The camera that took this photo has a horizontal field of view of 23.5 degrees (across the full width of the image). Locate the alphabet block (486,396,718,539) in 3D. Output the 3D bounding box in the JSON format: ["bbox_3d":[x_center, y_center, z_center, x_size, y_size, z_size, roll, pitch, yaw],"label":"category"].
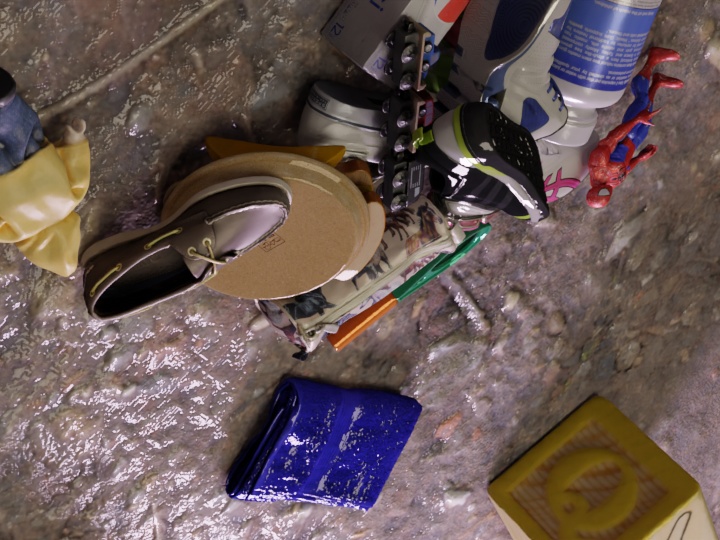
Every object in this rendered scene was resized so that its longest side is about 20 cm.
[{"bbox_3d":[0.301,0.310,2.094,0.195,0.196,0.200,-40,141,-10],"label":"alphabet block"}]

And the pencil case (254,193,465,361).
[{"bbox_3d":[0.000,0.000,1.643,0.200,0.089,0.078,-35,140,-15],"label":"pencil case"}]

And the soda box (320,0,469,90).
[{"bbox_3d":[0.059,-0.258,1.492,0.200,0.068,0.063,-54,141,8],"label":"soda box"}]

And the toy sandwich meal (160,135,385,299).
[{"bbox_3d":[-0.077,-0.052,1.533,0.205,0.070,0.205,-3,139,-2],"label":"toy sandwich meal"}]

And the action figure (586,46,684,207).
[{"bbox_3d":[0.274,-0.138,1.741,0.200,0.052,0.065,-56,152,-28],"label":"action figure"}]

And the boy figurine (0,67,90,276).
[{"bbox_3d":[-0.264,-0.074,1.363,0.124,0.064,0.200,-38,141,-11],"label":"boy figurine"}]

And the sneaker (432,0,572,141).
[{"bbox_3d":[0.139,-0.176,1.530,0.115,0.081,0.200,-5,133,-43],"label":"sneaker"}]

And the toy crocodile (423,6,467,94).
[{"bbox_3d":[0.123,-0.242,1.561,0.062,0.068,0.200,21,108,-49],"label":"toy crocodile"}]

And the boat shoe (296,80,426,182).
[{"bbox_3d":[0.024,-0.110,1.582,0.202,0.075,0.086,8,117,-42],"label":"boat shoe"}]

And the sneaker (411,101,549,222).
[{"bbox_3d":[0.100,-0.092,1.484,0.083,0.072,0.200,-16,154,21],"label":"sneaker"}]

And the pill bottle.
[{"bbox_3d":[0.210,-0.223,1.622,0.112,0.112,0.200,-4,125,-40],"label":"pill bottle"}]

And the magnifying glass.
[{"bbox_3d":[0.050,0.012,1.734,0.200,0.022,0.080,-37,170,0],"label":"magnifying glass"}]

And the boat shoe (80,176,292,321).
[{"bbox_3d":[-0.146,-0.016,1.461,0.200,0.060,0.072,-22,134,11],"label":"boat shoe"}]

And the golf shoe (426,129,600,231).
[{"bbox_3d":[0.163,-0.101,1.694,0.200,0.073,0.092,-25,165,-26],"label":"golf shoe"}]

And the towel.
[{"bbox_3d":[-0.032,0.188,1.807,0.200,0.050,0.148,11,116,-46],"label":"towel"}]

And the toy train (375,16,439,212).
[{"bbox_3d":[0.043,-0.136,1.503,0.046,0.034,0.200,-22,137,-26],"label":"toy train"}]
